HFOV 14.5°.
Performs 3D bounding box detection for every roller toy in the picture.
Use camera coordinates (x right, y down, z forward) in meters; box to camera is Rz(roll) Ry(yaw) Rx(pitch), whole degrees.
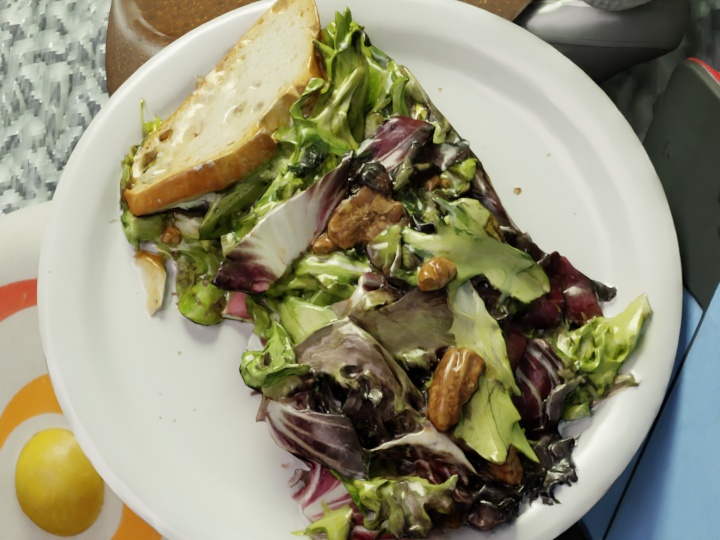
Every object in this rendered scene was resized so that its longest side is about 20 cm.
[{"bbox_3d":[-0.067,0.062,0.962,0.199,0.140,0.183,-16,88,30],"label":"roller toy"}]

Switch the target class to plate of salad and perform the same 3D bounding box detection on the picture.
[{"bbox_3d":[0.000,0.000,0.861,0.199,0.048,0.201,0,69,-1],"label":"plate of salad"}]

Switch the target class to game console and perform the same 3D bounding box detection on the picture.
[{"bbox_3d":[0.098,0.054,0.877,0.201,0.031,0.177,-68,28,21],"label":"game console"}]

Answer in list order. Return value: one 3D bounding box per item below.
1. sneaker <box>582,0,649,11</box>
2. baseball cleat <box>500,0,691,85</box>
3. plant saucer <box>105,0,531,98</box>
[{"bbox_3d":[0.116,-0.188,0.936,0.200,0.075,0.114,-43,65,0],"label":"sneaker"},{"bbox_3d":[0.033,-0.045,1.009,0.199,0.070,0.107,-11,85,34],"label":"baseball cleat"},{"bbox_3d":[-0.013,-0.122,1.015,0.200,0.035,0.201,-22,37,18],"label":"plant saucer"}]
